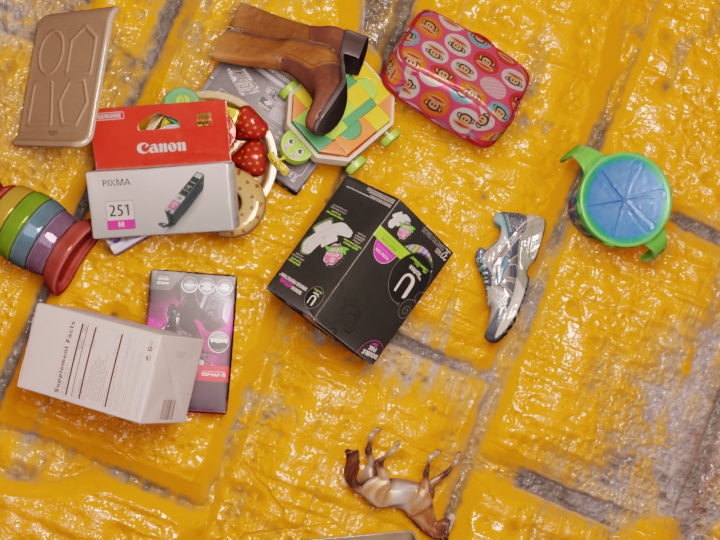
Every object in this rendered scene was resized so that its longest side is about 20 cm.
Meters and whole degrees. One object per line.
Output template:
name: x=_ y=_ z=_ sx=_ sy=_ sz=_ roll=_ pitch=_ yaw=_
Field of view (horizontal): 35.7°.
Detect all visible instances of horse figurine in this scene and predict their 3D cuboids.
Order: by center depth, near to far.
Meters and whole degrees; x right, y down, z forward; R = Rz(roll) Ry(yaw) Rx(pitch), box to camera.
horse figurine: x=0.057 y=0.305 z=1.611 sx=0.200 sy=0.050 sz=0.133 roll=18 pitch=103 yaw=-14

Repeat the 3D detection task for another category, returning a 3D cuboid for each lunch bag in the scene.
lunch bag: x=0.143 y=-0.287 z=1.611 sx=0.200 sy=0.082 sz=0.176 roll=32 pitch=49 yaw=-4

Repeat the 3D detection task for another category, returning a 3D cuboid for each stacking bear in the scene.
stacking bear: x=-0.477 y=-0.070 z=1.546 sx=0.200 sy=0.114 sz=0.122 roll=32 pitch=85 yaw=0

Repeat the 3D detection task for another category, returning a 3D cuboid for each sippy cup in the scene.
sippy cup: x=0.365 y=-0.097 z=1.626 sx=0.139 sy=0.130 sz=0.178 roll=-5 pitch=88 yaw=-6

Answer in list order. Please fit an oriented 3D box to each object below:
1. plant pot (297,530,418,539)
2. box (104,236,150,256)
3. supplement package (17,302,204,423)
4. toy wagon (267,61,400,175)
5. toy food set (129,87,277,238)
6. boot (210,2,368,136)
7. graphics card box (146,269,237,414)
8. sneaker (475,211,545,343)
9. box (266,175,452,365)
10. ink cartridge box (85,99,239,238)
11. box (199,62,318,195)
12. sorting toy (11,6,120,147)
plant pot: x=-0.006 y=0.487 z=1.541 sx=0.200 sy=0.200 sz=0.177 roll=-3 pitch=99 yaw=-7
box: x=-0.273 y=-0.087 z=1.599 sx=0.200 sy=0.041 sz=0.039 roll=-31 pitch=91 yaw=-6
supplement package: x=-0.335 y=0.125 z=1.507 sx=0.200 sy=0.121 sz=0.120 roll=13 pitch=88 yaw=22
toy wagon: x=-0.044 y=-0.208 z=1.569 sx=0.200 sy=0.040 sz=0.155 roll=-41 pitch=89 yaw=-20
toy food set: x=-0.215 y=-0.153 z=1.558 sx=0.198 sy=0.049 sz=0.200 roll=16 pitch=91 yaw=-4
boot: x=-0.108 y=-0.279 z=1.524 sx=0.200 sy=0.069 sz=0.188 roll=16 pitch=65 yaw=6
graphics card box: x=-0.243 y=0.101 z=1.591 sx=0.125 sy=0.051 sz=0.200 roll=5 pitch=86 yaw=-6
sneaker: x=0.205 y=0.007 z=1.642 sx=0.086 sy=0.078 sz=0.200 roll=17 pitch=79 yaw=6
box: x=0.000 y=0.000 z=1.556 sx=0.200 sy=0.124 sz=0.149 roll=-54 pitch=132 yaw=-5
ink cartridge box: x=-0.270 y=-0.136 z=1.511 sx=0.200 sy=0.044 sz=0.174 roll=-3 pitch=102 yaw=7
box: x=-0.131 y=-0.229 z=1.616 sx=0.200 sy=0.048 sz=0.158 roll=34 pitch=84 yaw=-5
sorting toy: x=-0.402 y=-0.263 z=1.542 sx=0.036 sy=0.185 sz=0.200 roll=18 pitch=82 yaw=-46
